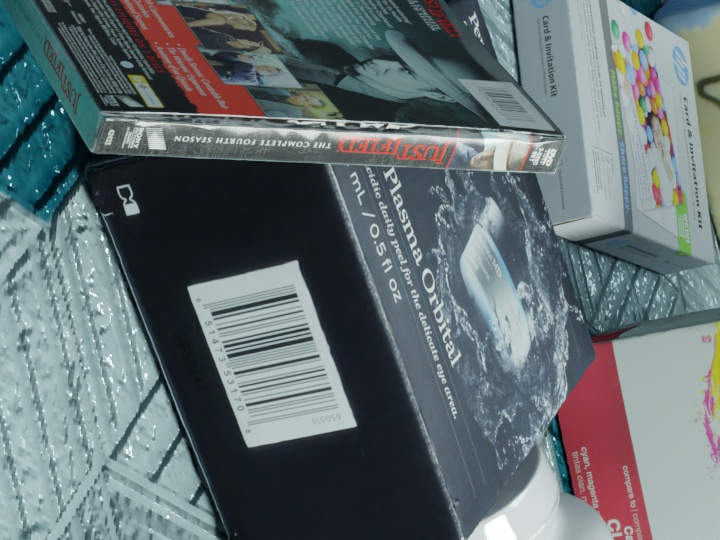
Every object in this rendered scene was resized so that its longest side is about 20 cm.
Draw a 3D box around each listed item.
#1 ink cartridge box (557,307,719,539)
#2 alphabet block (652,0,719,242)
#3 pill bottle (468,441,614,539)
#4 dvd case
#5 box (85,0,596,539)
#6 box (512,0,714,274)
[{"bbox_3d":[0.238,0.090,1.345,0.145,0.199,0.145,-8,87,-62],"label":"ink cartridge box"},{"bbox_3d":[0.344,-0.133,1.639,0.196,0.195,0.201,-42,117,-56],"label":"alphabet block"},{"bbox_3d":[0.085,0.181,1.120,0.200,0.112,0.113,64,31,-24],"label":"pill bottle"},{"bbox_3d":[-0.035,-0.086,0.912,0.199,0.022,0.146,0,34,-29],"label":"dvd case"},{"bbox_3d":[0.000,0.000,1.031,0.200,0.117,0.197,-45,119,-59],"label":"box"},{"bbox_3d":[0.161,-0.089,1.444,0.200,0.041,0.156,18,64,-60],"label":"box"}]
